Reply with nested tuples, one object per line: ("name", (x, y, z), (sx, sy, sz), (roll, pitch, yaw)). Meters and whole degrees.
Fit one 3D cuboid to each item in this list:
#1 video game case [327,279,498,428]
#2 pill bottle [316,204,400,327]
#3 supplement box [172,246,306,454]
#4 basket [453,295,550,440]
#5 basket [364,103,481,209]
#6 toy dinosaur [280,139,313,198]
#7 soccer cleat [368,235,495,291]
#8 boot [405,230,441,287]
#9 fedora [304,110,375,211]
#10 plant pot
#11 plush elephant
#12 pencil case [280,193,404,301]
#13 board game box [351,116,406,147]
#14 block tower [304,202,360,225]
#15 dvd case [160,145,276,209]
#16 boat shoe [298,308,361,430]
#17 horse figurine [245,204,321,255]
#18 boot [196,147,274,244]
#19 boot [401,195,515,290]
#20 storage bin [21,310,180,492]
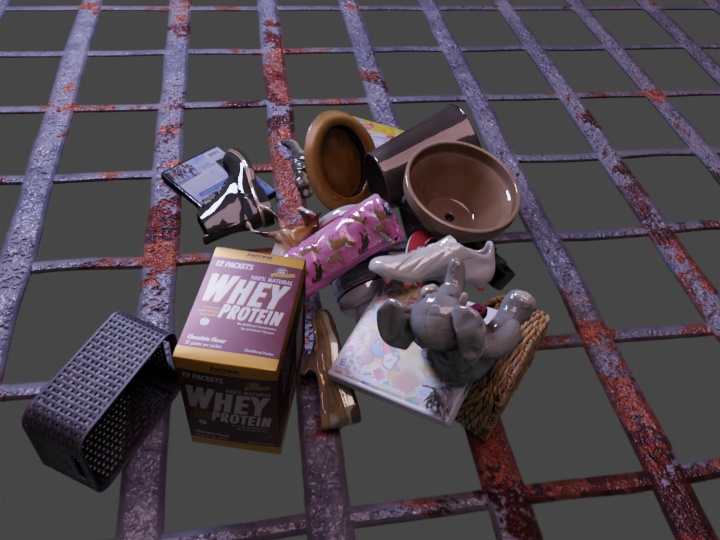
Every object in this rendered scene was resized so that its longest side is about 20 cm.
("video game case", (0.077, 0.107, 0.917), (0.198, 0.023, 0.183), (16, 59, 33))
("pill bottle", (0.000, 0.000, 1.076), (0.111, 0.113, 0.203), (-14, 68, -18))
("supplement box", (-0.158, 0.112, 0.910), (0.130, 0.202, 0.199), (8, 45, 2))
("basket", (0.179, 0.120, 0.977), (0.148, 0.144, 0.200), (29, 50, 20))
("basket", (0.118, -0.203, 1.248), (0.197, 0.136, 0.183), (-23, 89, -13))
("toy dinosaur", (-0.110, -0.233, 1.357), (0.087, 0.048, 0.201), (-13, 45, -9))
("soccer cleat", (0.109, -0.016, 0.978), (0.196, 0.079, 0.069), (3, 15, -12))
("boot", (0.119, -0.030, 1.114), (0.071, 0.146, 0.202), (3, 45, -2))
("fedora", (-0.052, -0.209, 1.277), (0.081, 0.203, 0.200), (-1, 30, 49))
("plant pot", (0.162, -0.117, 1.098), (0.197, 0.093, 0.204), (6, 55, -9))
("plush elephant", (0.114, 0.063, 0.817), (0.162, 0.156, 0.202), (10, 55, 28))
("pencil case", (-0.032, -0.034, 0.992), (0.198, 0.083, 0.087), (-32, 11, 3))
("board game box", (0.049, -0.262, 1.406), (0.197, 0.035, 0.135), (18, 48, 11))
("block tower", (-0.035, -0.073, 1.202), (0.198, 0.055, 0.058), (-26, 53, -27))
("dvd case", (-0.285, -0.172, 1.297), (0.199, 0.018, 0.142), (37, 54, 25))
("boat shoe", (-0.059, 0.147, 0.984), (0.075, 0.072, 0.202), (-16, 49, -4))
("horse figurine", (-0.149, -0.023, 1.096), (0.131, 0.050, 0.203), (22, 90, 22))
("boot", (-0.260, -0.145, 1.215), (0.137, 0.078, 0.201), (-21, 52, -17))
("boot", (0.176, -0.060, 1.167), (0.163, 0.066, 0.201), (12, 38, -40))
("storage bin", (-0.339, 0.173, 0.877), (0.092, 0.136, 0.201), (19, 47, 13))
